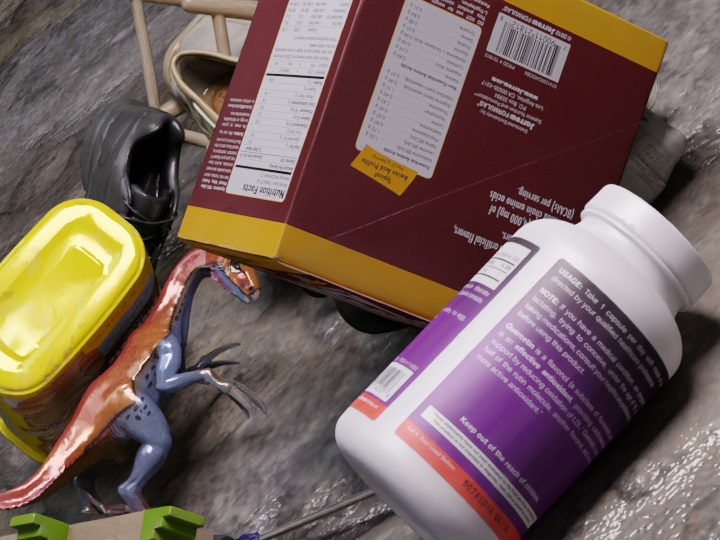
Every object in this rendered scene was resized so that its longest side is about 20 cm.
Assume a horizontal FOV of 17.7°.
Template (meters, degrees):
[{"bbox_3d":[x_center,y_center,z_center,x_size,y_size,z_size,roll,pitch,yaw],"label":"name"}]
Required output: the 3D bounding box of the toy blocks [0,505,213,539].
[{"bbox_3d":[-0.160,0.218,1.330,0.200,0.100,0.137,-16,58,47],"label":"toy blocks"}]

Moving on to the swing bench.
[{"bbox_3d":[-0.067,-0.174,1.775,0.200,0.130,0.199,-14,14,-21],"label":"swing bench"}]

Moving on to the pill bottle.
[{"bbox_3d":[0.089,0.053,1.202,0.200,0.112,0.112,-45,24,-8],"label":"pill bottle"}]

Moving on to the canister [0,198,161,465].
[{"bbox_3d":[-0.195,0.045,1.552,0.149,0.087,0.200,-50,-12,-12],"label":"canister"}]

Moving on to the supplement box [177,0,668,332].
[{"bbox_3d":[0.035,-0.073,1.315,0.133,0.197,0.200,13,83,62],"label":"supplement box"}]

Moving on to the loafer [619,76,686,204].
[{"bbox_3d":[0.153,-0.105,1.422,0.070,0.070,0.200,-42,32,15],"label":"loafer"}]

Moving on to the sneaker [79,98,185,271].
[{"bbox_3d":[-0.176,-0.029,1.709,0.091,0.076,0.200,7,90,58],"label":"sneaker"}]

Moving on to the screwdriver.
[{"bbox_3d":[-0.045,0.155,1.347,0.200,0.029,0.028,-22,31,33],"label":"screwdriver"}]

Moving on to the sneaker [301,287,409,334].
[{"bbox_3d":[0.000,0.000,1.491,0.115,0.075,0.200,-33,15,31],"label":"sneaker"}]

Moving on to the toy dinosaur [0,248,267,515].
[{"bbox_3d":[-0.131,0.069,1.468,0.105,0.200,0.182,2,86,50],"label":"toy dinosaur"}]

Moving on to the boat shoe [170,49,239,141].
[{"bbox_3d":[-0.052,-0.093,1.491,0.200,0.063,0.073,22,73,44],"label":"boat shoe"}]
